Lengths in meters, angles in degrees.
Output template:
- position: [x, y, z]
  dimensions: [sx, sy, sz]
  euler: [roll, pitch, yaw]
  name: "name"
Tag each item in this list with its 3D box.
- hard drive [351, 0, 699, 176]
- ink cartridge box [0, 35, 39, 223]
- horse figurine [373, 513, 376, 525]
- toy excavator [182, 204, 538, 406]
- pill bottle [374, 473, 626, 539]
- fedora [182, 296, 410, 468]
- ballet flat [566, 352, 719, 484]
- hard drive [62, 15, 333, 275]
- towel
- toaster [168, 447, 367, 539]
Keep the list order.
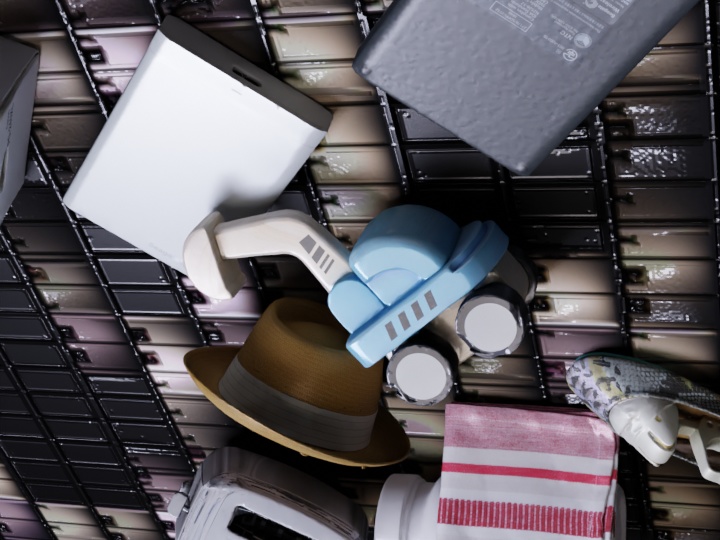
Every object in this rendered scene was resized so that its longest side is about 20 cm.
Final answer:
- position: [0.100, -0.154, 0.794]
  dimensions: [0.139, 0.033, 0.200]
  euler: [30, 136, -12]
  name: "hard drive"
- position: [-0.341, -0.117, 0.951]
  dimensions: [0.199, 0.084, 0.145]
  euler: [21, 137, -3]
  name: "ink cartridge box"
- position: [0.093, 0.298, 1.248]
  dimensions: [0.132, 0.050, 0.200]
  euler: [-22, 124, 36]
  name: "horse figurine"
- position: [0.000, 0.000, 0.937]
  dimensions: [0.194, 0.100, 0.200]
  euler: [-38, 98, 25]
  name: "toy excavator"
- position: [0.119, 0.227, 1.117]
  dimensions: [0.199, 0.116, 0.116]
  euler: [3, 135, 17]
  name: "pill bottle"
- position: [-0.036, 0.075, 1.006]
  dimensions: [0.200, 0.201, 0.082]
  euler: [24, 100, -5]
  name: "fedora"
- position: [0.249, 0.122, 0.998]
  dimensions: [0.200, 0.072, 0.072]
  euler: [20, 137, -1]
  name: "ballet flat"
- position: [-0.123, -0.079, 0.955]
  dimensions: [0.132, 0.026, 0.200]
  euler: [30, 136, -12]
  name: "hard drive"
- position: [0.129, 0.206, 1.046]
  dimensions: [0.144, 0.201, 0.023]
  euler: [1, 167, 18]
  name: "towel"
- position: [-0.071, 0.239, 1.152]
  dimensions: [0.200, 0.114, 0.129]
  euler: [26, -179, -2]
  name: "toaster"
